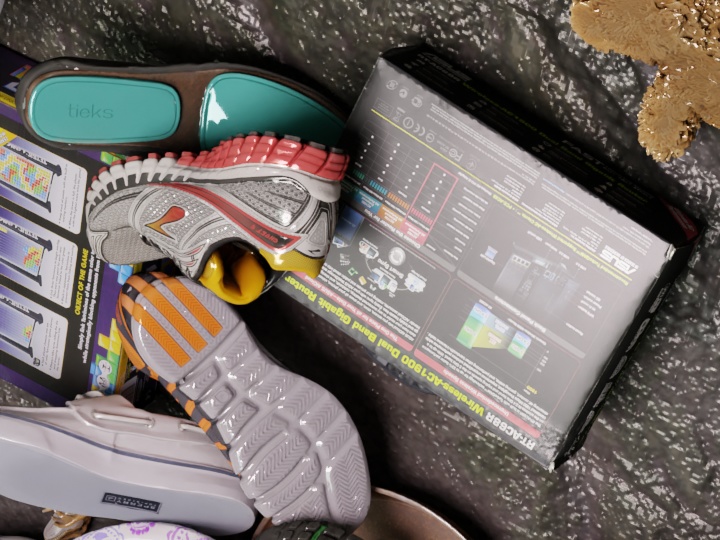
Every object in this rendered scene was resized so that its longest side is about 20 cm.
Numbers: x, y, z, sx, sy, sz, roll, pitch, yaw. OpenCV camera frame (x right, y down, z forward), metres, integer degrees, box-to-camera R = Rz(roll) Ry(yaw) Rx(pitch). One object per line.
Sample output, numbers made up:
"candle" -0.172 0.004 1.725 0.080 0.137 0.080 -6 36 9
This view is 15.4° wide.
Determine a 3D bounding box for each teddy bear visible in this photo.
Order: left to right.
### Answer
"teddy bear" 0.204 -0.101 1.356 0.200 0.067 0.145 29 136 9

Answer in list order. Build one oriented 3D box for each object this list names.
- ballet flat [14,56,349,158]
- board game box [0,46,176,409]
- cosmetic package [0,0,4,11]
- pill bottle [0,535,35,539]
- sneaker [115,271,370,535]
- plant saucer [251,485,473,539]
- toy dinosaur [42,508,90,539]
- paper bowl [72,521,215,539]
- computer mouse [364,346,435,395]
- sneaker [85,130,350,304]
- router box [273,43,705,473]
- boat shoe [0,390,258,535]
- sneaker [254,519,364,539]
"ballet flat" -0.098 -0.094 1.530 0.199 0.068 0.068 11 105 -11
"board game box" -0.195 -0.021 1.649 0.165 0.057 0.200 27 126 21
"cosmetic package" -0.304 -0.139 1.576 0.200 0.151 0.052 -14 136 28
"pill bottle" -0.254 0.236 1.773 0.200 0.120 0.120 -7 110 39
"sneaker" -0.071 0.073 1.593 0.200 0.078 0.112 54 172 -16
"plant saucer" 0.022 0.212 1.645 0.200 0.037 0.201 15 122 25
"toy dinosaur" -0.144 0.126 1.697 0.200 0.106 0.061 -19 66 40
"paper bowl" -0.127 0.261 1.617 0.200 0.201 0.104 16 162 25
"computer mouse" 0.000 0.000 1.554 0.200 0.034 0.059 44 115 13
"sneaker" -0.088 -0.022 1.471 0.200 0.078 0.082 -10 71 51
"router box" 0.067 -0.009 1.463 0.200 0.062 0.150 34 112 14
"boat shoe" -0.157 0.108 1.621 0.200 0.065 0.074 17 144 -18
"sneaker" -0.005 0.229 1.577 0.085 0.078 0.200 -16 121 42
